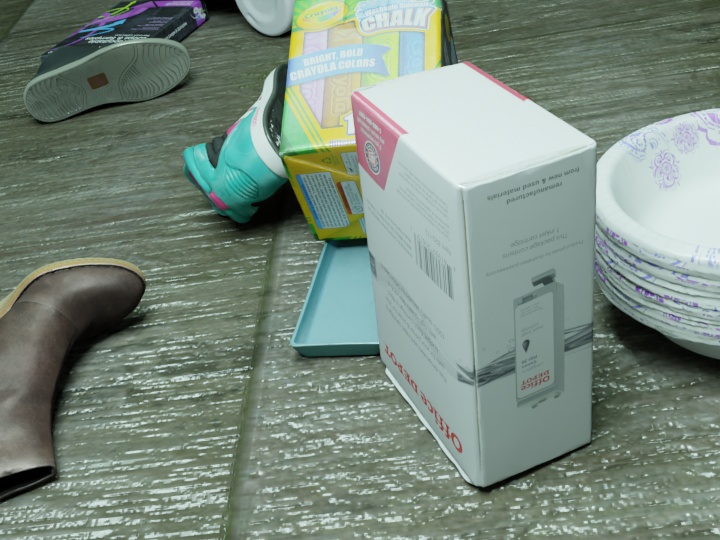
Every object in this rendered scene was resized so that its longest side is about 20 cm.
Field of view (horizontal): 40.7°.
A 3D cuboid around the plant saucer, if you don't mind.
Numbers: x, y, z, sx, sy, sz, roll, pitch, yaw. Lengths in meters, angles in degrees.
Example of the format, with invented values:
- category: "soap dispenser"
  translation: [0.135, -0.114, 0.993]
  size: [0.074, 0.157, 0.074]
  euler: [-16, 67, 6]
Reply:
- category: "plant saucer"
  translation: [0.000, 0.000, 0.756]
  size: [0.069, 0.019, 0.201]
  euler: [-3, 35, 13]

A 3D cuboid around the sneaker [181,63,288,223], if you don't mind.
- category: "sneaker"
  translation: [-0.096, -0.108, 0.871]
  size: [0.120, 0.084, 0.200]
  euler: [-33, 18, 21]

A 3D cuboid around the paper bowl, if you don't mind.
- category: "paper bowl"
  translation: [0.250, -0.019, 0.627]
  size: [0.199, 0.105, 0.201]
  euler: [-9, 34, 6]

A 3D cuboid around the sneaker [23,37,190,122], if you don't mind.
- category: "sneaker"
  translation: [-0.304, -0.249, 1.164]
  size: [0.198, 0.075, 0.106]
  euler: [-15, 36, -3]

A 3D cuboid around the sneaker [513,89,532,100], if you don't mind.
- category: "sneaker"
  translation: [0.059, -0.109, 0.845]
  size: [0.198, 0.078, 0.082]
  euler: [-7, 39, 10]

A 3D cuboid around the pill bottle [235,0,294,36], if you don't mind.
- category: "pill bottle"
  translation: [-0.063, -0.396, 1.276]
  size: [0.111, 0.112, 0.200]
  euler: [20, 45, 39]

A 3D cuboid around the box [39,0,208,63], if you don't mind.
- category: "box"
  translation: [-0.313, -0.313, 1.300]
  size: [0.142, 0.036, 0.200]
  euler: [4, 37, 22]

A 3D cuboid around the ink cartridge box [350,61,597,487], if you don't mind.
- category: "ink cartridge box"
  translation: [0.065, 0.000, 0.572]
  size: [0.082, 0.201, 0.147]
  euler: [-18, 34, -16]

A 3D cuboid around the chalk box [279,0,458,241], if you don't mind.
- category: "chalk box"
  translation: [0.014, -0.142, 0.771]
  size: [0.123, 0.125, 0.201]
  euler: [-5, 58, 12]

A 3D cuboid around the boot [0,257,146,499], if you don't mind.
- category: "boot"
  translation: [-0.229, 0.081, 0.684]
  size: [0.199, 0.073, 0.167]
  euler: [-21, 46, -16]
